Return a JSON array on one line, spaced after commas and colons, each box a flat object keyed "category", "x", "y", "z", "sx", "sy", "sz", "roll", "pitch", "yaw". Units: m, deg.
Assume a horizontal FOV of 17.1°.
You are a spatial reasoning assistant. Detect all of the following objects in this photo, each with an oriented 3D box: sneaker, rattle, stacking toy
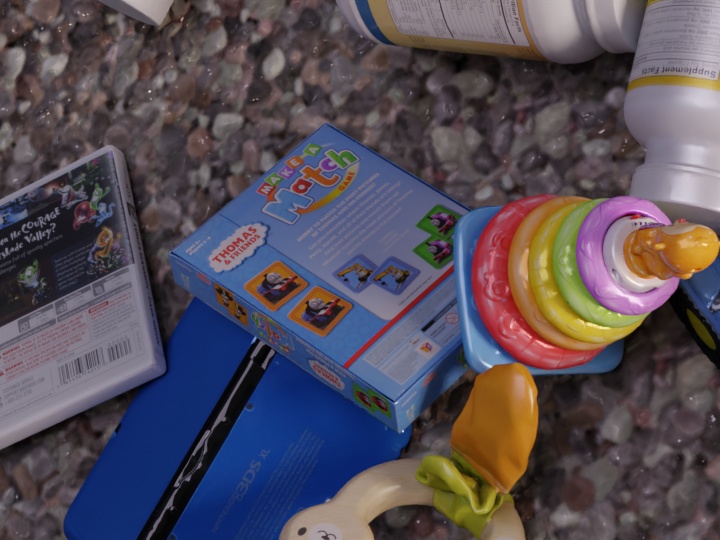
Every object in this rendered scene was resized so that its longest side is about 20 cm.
[{"category": "sneaker", "x": 0.254, "y": 0.041, "z": 1.424, "sx": 0.078, "sy": 0.066, "sz": 0.200, "roll": -38, "pitch": 60, "yaw": -5}, {"category": "rattle", "x": 0.007, "y": 0.146, "z": 1.426, "sx": 0.200, "sy": 0.143, "sz": 0.130, "roll": -6, "pitch": 60, "yaw": -13}, {"category": "stacking toy", "x": 0.146, "y": -0.003, "z": 1.401, "sx": 0.200, "sy": 0.116, "sz": 0.110, "roll": 160, "pitch": 108, "yaw": -63}]

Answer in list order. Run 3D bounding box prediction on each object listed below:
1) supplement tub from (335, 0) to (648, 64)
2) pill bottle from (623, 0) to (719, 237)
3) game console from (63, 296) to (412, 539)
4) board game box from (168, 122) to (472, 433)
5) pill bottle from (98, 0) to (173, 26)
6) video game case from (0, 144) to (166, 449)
[{"category": "supplement tub", "x": 0.094, "y": -0.208, "z": 1.523, "sx": 0.200, "sy": 0.145, "sz": 0.145, "roll": 8, "pitch": 79, "yaw": 28}, {"category": "pill bottle", "x": 0.223, "y": -0.126, "z": 1.453, "sx": 0.112, "sy": 0.112, "sz": 0.200, "roll": 9, "pitch": 80, "yaw": 28}, {"category": "game console", "x": -0.084, "y": 0.136, "z": 1.585, "sx": 0.170, "sy": 0.118, "sz": 0.200, "roll": 31, "pitch": 91, "yaw": -1}, {"category": "board game box", "x": 0.000, "y": 0.000, "z": 1.532, "sx": 0.200, "sy": 0.037, "sz": 0.151, "roll": 33, "pitch": 60, "yaw": 29}, {"category": "pill bottle", "x": -0.138, "y": -0.282, "z": 1.678, "sx": 0.113, "sy": 0.113, "sz": 0.200, "roll": 26, "pitch": 88, "yaw": 30}, {"category": "video game case", "x": -0.237, "y": 0.029, "z": 1.679, "sx": 0.200, "sy": 0.023, "sz": 0.182, "roll": -25, "pitch": 59, "yaw": 19}]
